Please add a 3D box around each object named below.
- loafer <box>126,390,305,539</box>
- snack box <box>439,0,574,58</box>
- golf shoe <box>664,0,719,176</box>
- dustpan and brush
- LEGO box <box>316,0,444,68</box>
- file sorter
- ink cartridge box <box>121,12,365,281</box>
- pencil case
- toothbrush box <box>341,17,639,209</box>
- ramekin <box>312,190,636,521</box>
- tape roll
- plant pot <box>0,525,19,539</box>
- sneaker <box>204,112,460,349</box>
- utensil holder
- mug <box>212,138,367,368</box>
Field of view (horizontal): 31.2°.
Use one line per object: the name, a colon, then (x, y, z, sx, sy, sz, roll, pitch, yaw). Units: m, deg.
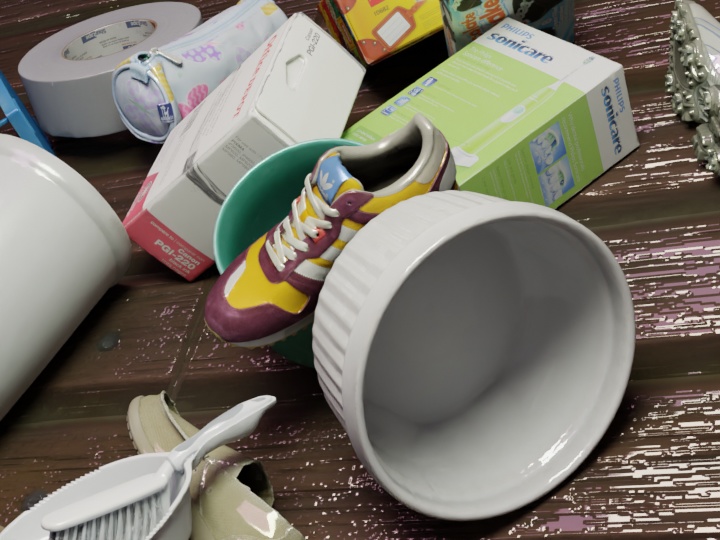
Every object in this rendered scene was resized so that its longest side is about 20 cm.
loafer: (-0.097, 0.149, 0.874, 0.068, 0.076, 0.200, -31, 48, -11)
snack box: (0.126, -0.237, 1.111, 0.115, 0.200, 0.037, -24, 68, 1)
golf shoe: (0.301, -0.147, 1.025, 0.096, 0.079, 0.201, -4, 45, -3)
dustpan and brush: (-0.131, 0.138, 0.800, 0.199, 0.058, 0.139, -22, 18, -31)
LEGO box: (0.068, -0.267, 1.219, 0.199, 0.078, 0.149, -28, 8, -5)
file sorter: (-0.372, -0.111, 1.271, 0.122, 0.139, 0.200, -34, 39, -7)
ink cartridge box: (-0.099, -0.103, 1.089, 0.200, 0.085, 0.146, -37, 25, 40)
pencil case: (-0.151, -0.199, 1.258, 0.083, 0.091, 0.200, 12, 34, 36)
toothbrush box: (0.102, -0.104, 1.050, 0.199, 0.086, 0.145, -38, 41, -16)
ramekin: (0.064, 0.045, 0.814, 0.199, 0.201, 0.105, -33, 29, -12)
tape roll: (-0.253, -0.213, 1.354, 0.198, 0.067, 0.201, -12, 30, 7)
plant pot: (-0.276, 0.254, 0.790, 0.093, 0.200, 0.202, -48, 20, 40)
sneaker: (-0.027, -0.031, 0.851, 0.199, 0.090, 0.075, -36, 55, -8)
utensil holder: (-0.313, 0.016, 1.063, 0.169, 0.171, 0.201, 7, 49, 34)
mug: (-0.011, 0.004, 0.950, 0.152, 0.115, 0.185, -42, 56, -13)
